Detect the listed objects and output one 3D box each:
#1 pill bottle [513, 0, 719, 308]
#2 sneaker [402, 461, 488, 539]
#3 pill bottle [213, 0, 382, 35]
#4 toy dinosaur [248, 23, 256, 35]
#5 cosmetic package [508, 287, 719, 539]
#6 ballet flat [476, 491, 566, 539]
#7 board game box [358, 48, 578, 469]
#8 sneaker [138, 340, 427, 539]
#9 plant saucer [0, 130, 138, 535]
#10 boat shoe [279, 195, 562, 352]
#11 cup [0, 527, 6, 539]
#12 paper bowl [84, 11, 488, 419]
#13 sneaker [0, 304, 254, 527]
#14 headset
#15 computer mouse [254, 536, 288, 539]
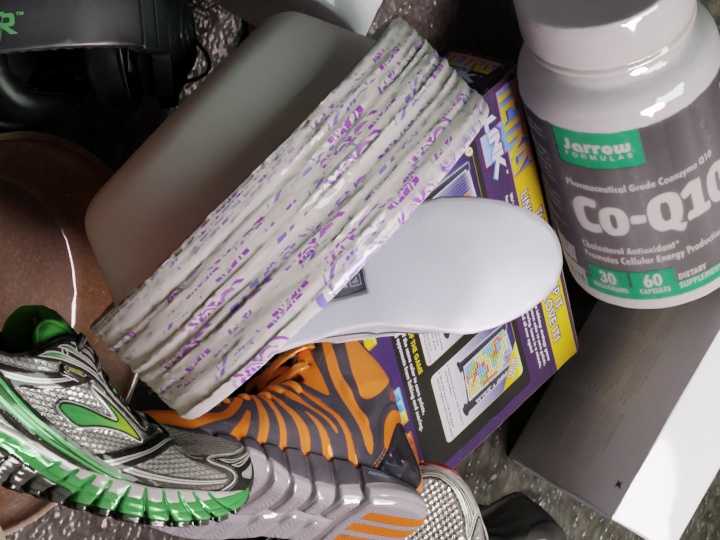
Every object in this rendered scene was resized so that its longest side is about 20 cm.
[{"bbox_3d":[0.148,-0.085,1.463,0.113,0.113,0.200,-46,137,-28],"label":"pill bottle"},{"bbox_3d":[0.027,0.200,1.411,0.082,0.078,0.201,98,2,-77],"label":"sneaker"},{"bbox_3d":[-0.002,-0.215,1.295,0.120,0.119,0.200,36,73,-49],"label":"pill bottle"},{"bbox_3d":[-0.049,-0.062,1.363,0.060,0.106,0.201,64,44,-86],"label":"toy dinosaur"},{"bbox_3d":[0.182,0.052,1.571,0.052,0.151,0.200,31,89,-20],"label":"cosmetic package"},{"bbox_3d":[0.017,0.173,1.500,0.199,0.068,0.068,-15,140,-9],"label":"ballet flat"},{"bbox_3d":[0.037,0.004,1.483,0.165,0.057,0.200,-41,131,-35],"label":"board game box"},{"bbox_3d":[-0.057,0.076,1.368,0.200,0.078,0.112,17,50,-41],"label":"sneaker"},{"bbox_3d":[-0.182,0.029,1.254,0.200,0.037,0.201,-20,118,-43],"label":"plant saucer"},{"bbox_3d":[0.000,0.000,1.351,0.199,0.065,0.074,-6,98,-11],"label":"boat shoe"},{"bbox_3d":[-0.220,0.168,1.164,0.200,0.200,0.144,54,38,-45],"label":"cup"},{"bbox_3d":[-0.045,-0.037,1.207,0.104,0.201,0.201,44,64,-4],"label":"paper bowl"},{"bbox_3d":[-0.129,0.065,1.214,0.200,0.078,0.085,21,83,-34],"label":"sneaker"},{"bbox_3d":[-0.129,-0.115,1.210,0.200,0.123,0.094,2,83,-64],"label":"headset"},{"bbox_3d":[-0.092,0.167,1.417,0.200,0.034,0.059,-26,137,-48],"label":"computer mouse"}]
